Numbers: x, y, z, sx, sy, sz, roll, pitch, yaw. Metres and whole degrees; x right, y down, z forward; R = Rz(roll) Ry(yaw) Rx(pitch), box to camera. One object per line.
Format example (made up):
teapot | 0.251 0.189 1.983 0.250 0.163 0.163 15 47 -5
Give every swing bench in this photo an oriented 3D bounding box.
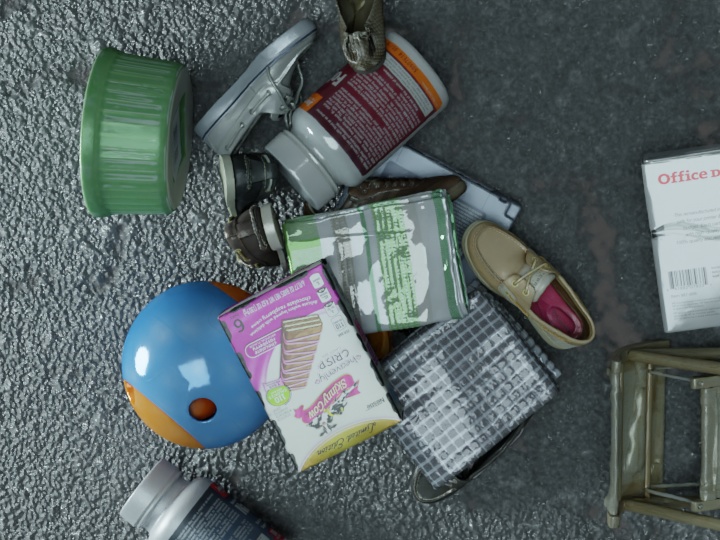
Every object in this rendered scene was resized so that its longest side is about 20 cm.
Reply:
swing bench | 0.388 0.192 1.685 0.199 0.130 0.200 3 102 16

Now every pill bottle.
pill bottle | -0.198 0.332 1.827 0.200 0.120 0.120 38 105 2
pill bottle | -0.006 -0.171 1.666 0.200 0.114 0.114 -42 91 -5

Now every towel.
towel | 0.016 -0.003 1.648 0.199 0.031 0.150 -10 89 12
towel | 0.116 0.132 1.688 0.200 0.086 0.166 -40 87 4

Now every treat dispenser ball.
treat dispenser ball | -0.187 0.113 1.740 0.200 0.201 0.202 2 101 11

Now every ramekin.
ramekin | -0.259 -0.159 1.709 0.097 0.200 0.201 5 102 2

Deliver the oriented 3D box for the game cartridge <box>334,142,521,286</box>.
game cartridge | 0.076 -0.068 1.740 0.199 0.042 0.134 29 109 4

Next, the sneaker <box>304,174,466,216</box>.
sneaker | 0.023 -0.081 1.695 0.199 0.070 0.076 -24 92 13

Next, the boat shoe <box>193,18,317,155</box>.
boat shoe | -0.107 -0.205 1.729 0.086 0.075 0.202 46 108 0

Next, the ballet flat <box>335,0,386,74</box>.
ballet flat | -0.005 -0.313 1.650 0.067 0.046 0.201 -14 58 16

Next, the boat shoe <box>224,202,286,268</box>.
boat shoe | -0.121 -0.036 1.699 0.059 0.200 0.072 -15 85 -1

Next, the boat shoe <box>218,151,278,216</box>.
boat shoe | -0.130 -0.102 1.697 0.067 0.200 0.072 -12 89 -7

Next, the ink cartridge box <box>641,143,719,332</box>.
ink cartridge box | 0.405 -0.042 1.655 0.144 0.084 0.201 -8 100 12

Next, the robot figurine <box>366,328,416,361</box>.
robot figurine | 0.001 0.079 1.771 0.144 0.058 0.201 -25 94 15

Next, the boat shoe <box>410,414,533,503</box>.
boat shoe | 0.132 0.218 1.772 0.067 0.057 0.200 46 105 0

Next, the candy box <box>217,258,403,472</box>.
candy box | -0.054 0.106 1.627 0.136 0.061 0.201 -27 95 6

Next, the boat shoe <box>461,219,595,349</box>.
boat shoe | 0.203 0.015 1.687 0.200 0.069 0.074 42 76 -17

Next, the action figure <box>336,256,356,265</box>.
action figure | 0.000 0.000 1.701 0.199 0.065 0.052 -23 82 6
